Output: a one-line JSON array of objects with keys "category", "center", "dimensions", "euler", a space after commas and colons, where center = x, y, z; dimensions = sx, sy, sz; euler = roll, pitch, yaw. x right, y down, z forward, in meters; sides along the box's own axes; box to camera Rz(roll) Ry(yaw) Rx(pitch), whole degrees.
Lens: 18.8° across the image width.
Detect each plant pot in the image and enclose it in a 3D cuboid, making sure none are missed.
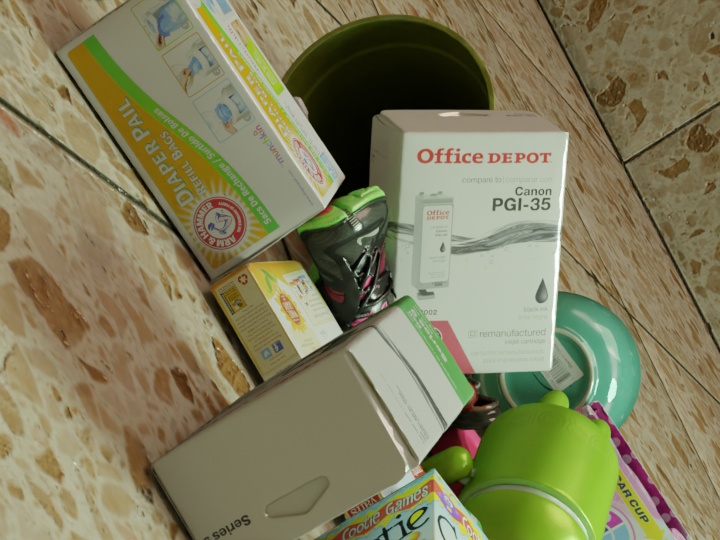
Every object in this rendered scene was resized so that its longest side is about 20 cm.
[{"category": "plant pot", "center": [0.039, -0.089, 1.917], "dimensions": [0.201, 0.200, 0.193], "euler": [65, 4, 28]}]

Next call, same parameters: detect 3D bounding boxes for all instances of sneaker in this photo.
[{"category": "sneaker", "center": [0.000, 0.000, 1.654], "dimensions": [0.084, 0.076, 0.200], "euler": [59, -9, 22]}]

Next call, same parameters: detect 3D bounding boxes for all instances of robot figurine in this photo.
[{"category": "robot figurine", "center": [0.135, 0.184, 1.701], "dimensions": [0.175, 0.116, 0.200], "euler": [35, 39, -7]}]

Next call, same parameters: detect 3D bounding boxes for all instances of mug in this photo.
[{"category": "mug", "center": [0.164, 0.093, 2.016], "dimensions": [0.114, 0.184, 0.153], "euler": [6, 90, -78]}]

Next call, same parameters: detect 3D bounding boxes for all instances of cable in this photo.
[{"category": "cable", "center": [0.082, 0.097, 1.826], "dimensions": [0.200, 0.097, 0.051], "euler": [-24, 117, -73]}]

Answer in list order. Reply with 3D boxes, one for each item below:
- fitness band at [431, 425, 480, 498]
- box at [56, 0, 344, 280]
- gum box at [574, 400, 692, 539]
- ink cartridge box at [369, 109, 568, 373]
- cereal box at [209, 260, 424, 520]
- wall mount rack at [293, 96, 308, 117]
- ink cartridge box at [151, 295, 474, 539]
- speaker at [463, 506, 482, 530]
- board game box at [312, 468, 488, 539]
[{"category": "fitness band", "center": [0.125, 0.211, 1.831], "dimensions": [0.201, 0.037, 0.144], "euler": [60, 14, 14]}, {"category": "box", "center": [-0.111, -0.110, 1.568], "dimensions": [0.200, 0.101, 0.113], "euler": [56, 14, -8]}, {"category": "gum box", "center": [0.211, 0.224, 1.941], "dimensions": [0.200, 0.113, 0.066], "euler": [56, 14, -9]}, {"category": "ink cartridge box", "center": [0.082, -0.023, 1.753], "dimensions": [0.083, 0.146, 0.201], "euler": [-138, -131, -69]}, {"category": "cereal box", "center": [-0.025, 0.087, 1.568], "dimensions": [0.201, 0.039, 0.144], "euler": [60, 12, 7]}, {"category": "wall mount rack", "center": [-0.110, -0.158, 1.730], "dimensions": [0.174, 0.074, 0.200], "euler": [54, 14, -16]}, {"category": "ink cartridge box", "center": [-0.024, 0.097, 1.328], "dimensions": [0.084, 0.146, 0.200], "euler": [58, 14, -1]}, {"category": "speaker", "center": [0.090, 0.258, 1.510], "dimensions": [0.200, 0.088, 0.088], "euler": [55, 14, -10]}, {"category": "board game box", "center": [0.032, 0.229, 1.328], "dimensions": [0.105, 0.103, 0.200], "euler": [53, 15, -19]}]
